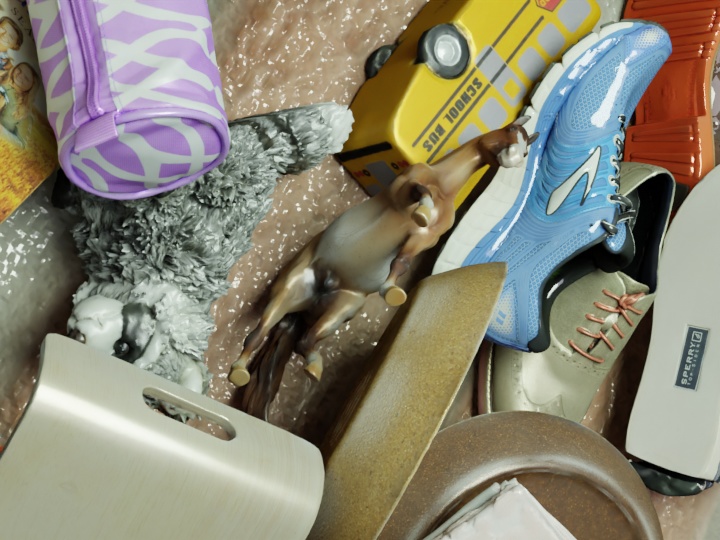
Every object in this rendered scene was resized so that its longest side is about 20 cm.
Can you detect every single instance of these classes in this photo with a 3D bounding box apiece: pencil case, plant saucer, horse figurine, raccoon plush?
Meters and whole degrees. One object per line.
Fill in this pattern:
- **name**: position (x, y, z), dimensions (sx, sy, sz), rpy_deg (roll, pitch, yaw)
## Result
- **pencil case**: position (-0.116, -0.132, 0.826), dimensions (0.084, 0.086, 0.200), rpy_deg (-22, 67, 10)
- **plant saucer**: position (0.085, 0.177, 0.977), dimensions (0.200, 0.034, 0.201), rpy_deg (-2, 96, -21)
- **horse figurine**: position (0.000, 0.000, 0.910), dimensions (0.050, 0.200, 0.133), rpy_deg (42, 26, -9)
- **raccoon plush**: position (-0.066, -0.005, 0.907), dimensions (0.200, 0.097, 0.134), rpy_deg (-15, 100, -31)
- **plant saucer**: position (0.009, 0.076, 0.889), dimensions (0.035, 0.200, 0.200), rpy_deg (28, 70, -1)

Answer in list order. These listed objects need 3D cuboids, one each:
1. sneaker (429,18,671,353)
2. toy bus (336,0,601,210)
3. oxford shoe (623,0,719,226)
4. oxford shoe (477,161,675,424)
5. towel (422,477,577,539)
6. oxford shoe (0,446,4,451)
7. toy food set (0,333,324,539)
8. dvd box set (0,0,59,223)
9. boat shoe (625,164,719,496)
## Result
- **sneaker**: position (0.121, -0.043, 0.984), dimensions (0.089, 0.079, 0.200), rpy_deg (29, 89, 20)
- **toy bus**: position (0.068, -0.125, 1.007), dimensions (0.078, 0.065, 0.200), rpy_deg (46, 65, -18)
- **oxford shoe**: position (0.205, -0.122, 1.095), dimensions (0.072, 0.071, 0.200), rpy_deg (11, 86, -46)
- **oxford shoe**: position (0.123, 0.025, 1.017), dimensions (0.070, 0.075, 0.200), rpy_deg (25, 74, -29)
- **towel**: position (0.060, 0.228, 0.932), dimensions (0.200, 0.032, 0.191), rpy_deg (-38, 106, 8)
- **oxford shoe**: position (-0.132, 0.129, 0.875), dimensions (0.200, 0.071, 0.073), rpy_deg (7, 107, -31)
- **toy food set**: position (-0.126, 0.139, 0.814), dimensions (0.143, 0.060, 0.200), rpy_deg (26, 101, -24)
- **dvd box set**: position (-0.184, -0.102, 0.816), dimensions (0.146, 0.029, 0.200), rpy_deg (55, 28, -14)
- **boat shoe**: position (0.211, 0.035, 1.054), dimensions (0.093, 0.075, 0.200), rpy_deg (22, 87, -62)
